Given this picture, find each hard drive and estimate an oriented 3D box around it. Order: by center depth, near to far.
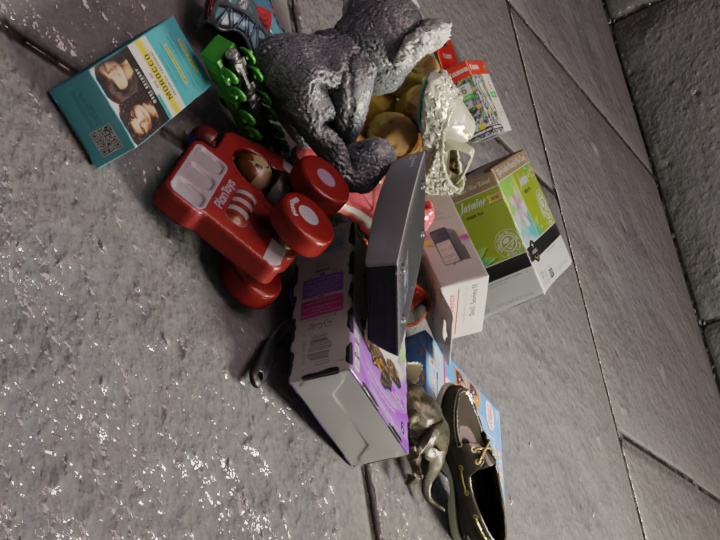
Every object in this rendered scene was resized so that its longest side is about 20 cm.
[{"bbox_3d":[0.038,-0.022,1.314,0.201,0.042,0.136,-74,166,-50],"label":"hard drive"}]

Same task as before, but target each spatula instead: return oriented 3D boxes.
[{"bbox_3d":[-0.082,0.067,1.292,0.057,0.020,0.200,66,24,-19],"label":"spatula"}]

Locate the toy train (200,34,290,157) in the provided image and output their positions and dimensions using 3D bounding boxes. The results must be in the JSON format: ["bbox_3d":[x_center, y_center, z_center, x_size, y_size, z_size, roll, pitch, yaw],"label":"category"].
[{"bbox_3d":[-0.121,-0.173,1.320,0.042,0.056,0.200,-51,155,-17],"label":"toy train"}]

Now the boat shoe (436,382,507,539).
[{"bbox_3d":[0.136,0.232,1.492,0.071,0.060,0.203,-20,104,-48],"label":"boat shoe"}]

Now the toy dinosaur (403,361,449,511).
[{"bbox_3d":[0.068,0.179,1.433,0.201,0.077,0.102,56,42,-6],"label":"toy dinosaur"}]

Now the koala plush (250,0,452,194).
[{"bbox_3d":[-0.004,-0.227,1.366,0.177,0.200,0.184,45,-5,44],"label":"koala plush"}]

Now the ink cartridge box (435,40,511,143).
[{"bbox_3d":[0.192,-0.325,2.170,0.109,0.050,0.202,-21,89,-66],"label":"ink cartridge box"}]

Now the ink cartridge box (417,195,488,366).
[{"bbox_3d":[0.108,0.006,1.577,0.118,0.067,0.201,90,-17,-52],"label":"ink cartridge box"}]

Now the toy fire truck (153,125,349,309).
[{"bbox_3d":[-0.114,-0.074,1.263,0.168,0.112,0.201,40,30,-13],"label":"toy fire truck"}]

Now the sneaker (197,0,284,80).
[{"bbox_3d":[-0.127,-0.242,1.430,0.200,0.079,0.096,54,54,-41],"label":"sneaker"}]

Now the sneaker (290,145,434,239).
[{"bbox_3d":[0.006,-0.102,1.502,0.199,0.087,0.074,35,26,-21],"label":"sneaker"}]

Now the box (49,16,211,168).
[{"bbox_3d":[-0.214,-0.174,1.191,0.083,0.049,0.200,60,24,-16],"label":"box"}]

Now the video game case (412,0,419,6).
[{"bbox_3d":[0.017,-0.463,1.941,0.182,0.036,0.200,61,25,-12],"label":"video game case"}]

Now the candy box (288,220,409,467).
[{"bbox_3d":[-0.009,0.078,1.345,0.168,0.071,0.201,58,24,-45],"label":"candy box"}]

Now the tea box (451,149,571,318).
[{"bbox_3d":[0.201,-0.055,1.855,0.198,0.133,0.200,65,24,-4],"label":"tea box"}]

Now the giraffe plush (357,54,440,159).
[{"bbox_3d":[0.028,-0.166,1.585,0.173,0.199,0.163,-49,138,-26],"label":"giraffe plush"}]

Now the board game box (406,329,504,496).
[{"bbox_3d":[0.121,0.194,1.591,0.200,0.036,0.152,46,32,-37],"label":"board game box"}]

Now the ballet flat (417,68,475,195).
[{"bbox_3d":[0.104,-0.157,1.458,0.201,0.071,0.072,87,-3,-57],"label":"ballet flat"}]

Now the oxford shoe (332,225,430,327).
[{"bbox_3d":[0.000,0.000,1.495,0.200,0.071,0.073,40,5,-39],"label":"oxford shoe"}]
